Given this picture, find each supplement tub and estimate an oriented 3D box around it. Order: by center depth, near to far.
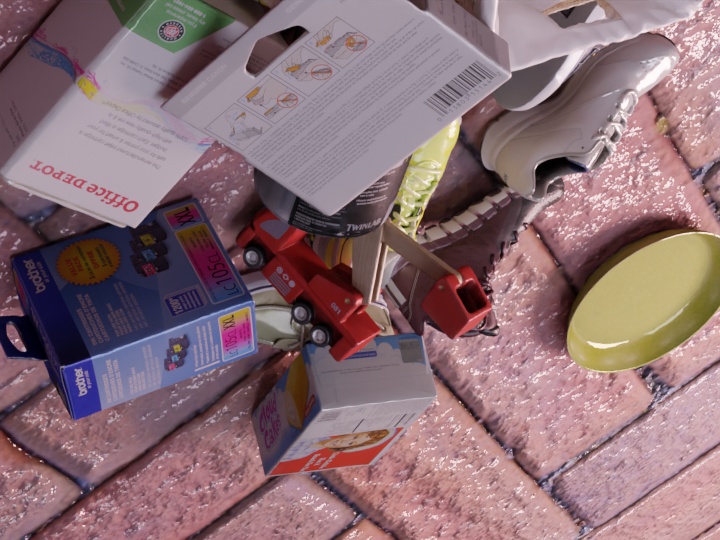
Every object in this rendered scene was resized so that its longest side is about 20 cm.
[{"bbox_3d":[-0.007,-0.134,1.665,0.122,0.123,0.200,-6,136,-30],"label":"supplement tub"}]

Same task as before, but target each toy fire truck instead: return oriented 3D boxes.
[{"bbox_3d":[0.000,0.000,1.756,0.141,0.200,0.049,-45,170,31],"label":"toy fire truck"}]

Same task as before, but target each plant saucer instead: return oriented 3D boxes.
[{"bbox_3d":[0.294,0.025,2.128,0.200,0.031,0.200,-20,141,-16],"label":"plant saucer"}]

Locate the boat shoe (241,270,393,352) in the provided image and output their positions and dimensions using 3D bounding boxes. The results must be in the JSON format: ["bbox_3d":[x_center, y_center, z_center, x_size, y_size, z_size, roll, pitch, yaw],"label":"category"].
[{"bbox_3d":[-0.049,0.044,1.885,0.200,0.062,0.072,2,132,-36],"label":"boat shoe"}]

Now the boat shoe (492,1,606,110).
[{"bbox_3d":[0.198,-0.211,1.763,0.091,0.071,0.200,2,135,-45],"label":"boat shoe"}]

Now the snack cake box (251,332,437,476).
[{"bbox_3d":[-0.018,0.127,1.931,0.115,0.067,0.200,-6,159,-21],"label":"snack cake box"}]

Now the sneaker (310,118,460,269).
[{"bbox_3d":[0.035,-0.061,1.801,0.075,0.076,0.200,5,130,-38],"label":"sneaker"}]

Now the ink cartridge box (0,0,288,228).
[{"bbox_3d":[-0.175,-0.142,1.570,0.200,0.088,0.145,-48,140,18],"label":"ink cartridge box"}]

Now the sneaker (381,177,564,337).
[{"bbox_3d":[0.118,-0.002,1.889,0.200,0.116,0.076,-28,168,-8],"label":"sneaker"}]

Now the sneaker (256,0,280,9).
[{"bbox_3d":[-0.098,-0.264,1.494,0.075,0.076,0.200,-37,141,11],"label":"sneaker"}]

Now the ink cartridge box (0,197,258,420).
[{"bbox_3d":[-0.201,0.035,1.710,0.200,0.136,0.076,-21,140,-14],"label":"ink cartridge box"}]

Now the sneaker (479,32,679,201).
[{"bbox_3d":[0.206,-0.133,1.844,0.200,0.087,0.075,-38,140,7],"label":"sneaker"}]

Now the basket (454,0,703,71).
[{"bbox_3d":[0.152,-0.285,1.573,0.198,0.161,0.200,-18,140,-17],"label":"basket"}]

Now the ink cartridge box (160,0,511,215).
[{"bbox_3d":[-0.019,-0.145,1.532,0.176,0.045,0.200,33,126,-31],"label":"ink cartridge box"}]
